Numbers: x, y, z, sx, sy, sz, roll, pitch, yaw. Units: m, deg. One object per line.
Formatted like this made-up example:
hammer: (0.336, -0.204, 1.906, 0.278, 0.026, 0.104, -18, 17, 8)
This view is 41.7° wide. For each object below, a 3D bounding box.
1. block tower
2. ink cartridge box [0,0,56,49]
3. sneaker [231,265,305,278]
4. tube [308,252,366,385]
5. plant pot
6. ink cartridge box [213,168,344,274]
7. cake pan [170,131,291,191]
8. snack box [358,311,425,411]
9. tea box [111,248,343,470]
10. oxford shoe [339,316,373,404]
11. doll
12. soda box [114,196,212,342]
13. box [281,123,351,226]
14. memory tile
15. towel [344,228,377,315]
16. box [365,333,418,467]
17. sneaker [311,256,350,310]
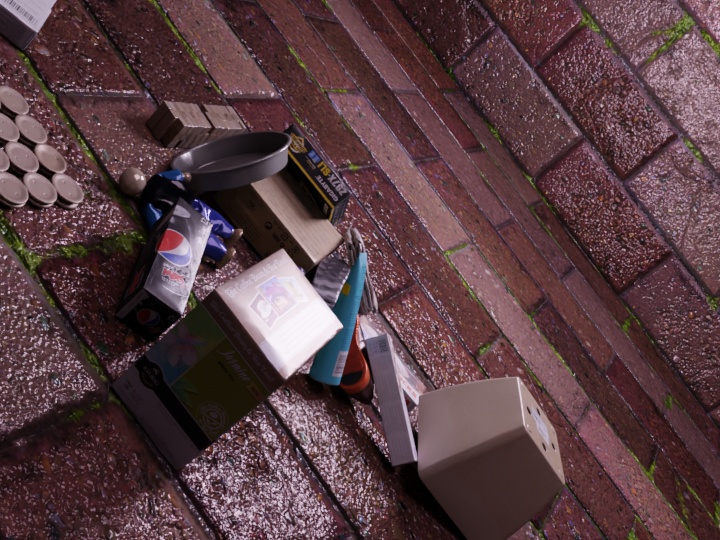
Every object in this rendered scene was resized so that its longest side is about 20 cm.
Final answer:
block tower: (-0.277, -0.246, 1.609, 0.054, 0.058, 0.199, 54, 25, 10)
ink cartridge box: (-0.553, -0.442, 1.408, 0.199, 0.043, 0.175, 39, 25, -25)
sneaker: (-0.147, 0.022, 1.434, 0.087, 0.074, 0.201, 42, 25, -6)
tube: (-0.025, 0.071, 1.430, 0.049, 0.204, 0.077, 18, 4, 2)
plant pot: (0.216, 0.292, 1.517, 0.201, 0.175, 0.201, 53, 21, -23)
ink cartridge box: (-0.135, -0.086, 1.605, 0.201, 0.075, 0.165, 50, 22, 0)
cake pan: (-0.202, -0.174, 1.501, 0.201, 0.195, 0.038, -68, 150, -64)
snack box: (0.035, 0.148, 1.632, 0.201, 0.024, 0.072, 50, 25, -4)
tea box: (-0.155, 0.101, 1.144, 0.134, 0.196, 0.200, 50, 24, 1)
oxford shoe: (-0.020, 0.129, 1.532, 0.073, 0.070, 0.203, 58, 15, -45)
doll: (-0.268, -0.083, 1.389, 0.199, 0.048, 0.138, 38, 48, -25)
soda box: (-0.256, -0.005, 1.252, 0.063, 0.070, 0.202, 38, 32, -23)
box: (-0.090, -0.161, 1.696, 0.161, 0.049, 0.200, 52, -11, 4)
memory tile: (-0.452, -0.162, 1.217, 0.202, 0.017, 0.153, 55, 24, 11)
towel: (0.000, 0.000, 1.639, 0.200, 0.034, 0.136, -107, -175, -80)
box: (0.048, 0.202, 1.476, 0.039, 0.041, 0.204, 47, 29, -73)
sneaker: (-0.069, 0.067, 1.506, 0.074, 0.083, 0.201, 24, 41, 11)
